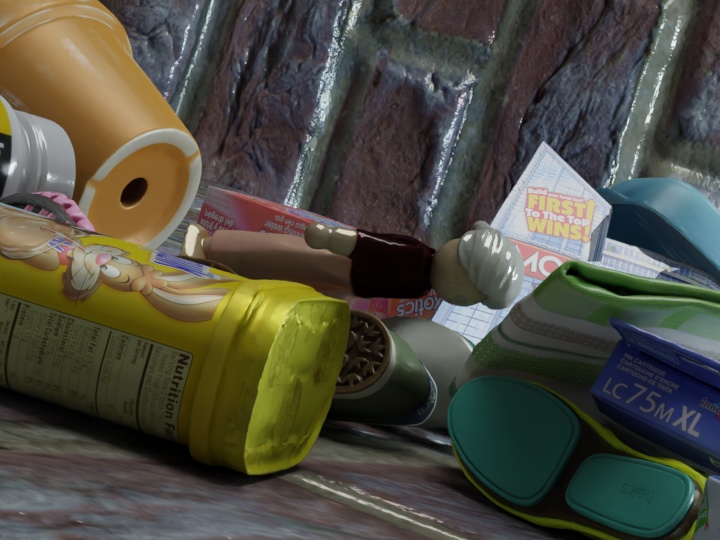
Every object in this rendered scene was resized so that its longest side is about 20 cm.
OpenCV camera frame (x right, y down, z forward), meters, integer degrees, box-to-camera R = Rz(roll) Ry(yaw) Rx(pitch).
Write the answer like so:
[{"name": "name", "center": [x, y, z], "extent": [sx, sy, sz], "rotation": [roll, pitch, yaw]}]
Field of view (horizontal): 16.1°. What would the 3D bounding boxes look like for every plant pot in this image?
[{"name": "plant pot", "center": [-0.226, -0.100, 1.954], "extent": [0.183, 0.200, 0.200], "rotation": [38, 14, 31]}]

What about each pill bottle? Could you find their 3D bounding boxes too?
[{"name": "pill bottle", "center": [-0.292, -0.074, 1.657], "extent": [0.200, 0.114, 0.114], "rotation": [14, 5, -42]}]

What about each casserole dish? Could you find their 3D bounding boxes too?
[{"name": "casserole dish", "center": [0.236, 0.001, 1.717], "extent": [0.200, 0.039, 0.121], "rotation": [45, -14, -15]}]

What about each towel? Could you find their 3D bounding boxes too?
[{"name": "towel", "center": [0.141, 0.051, 1.349], "extent": [0.149, 0.031, 0.200], "rotation": [10, -21, -11]}]

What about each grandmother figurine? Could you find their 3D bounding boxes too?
[{"name": "grandmother figurine", "center": [0.000, 0.000, 1.525], "extent": [0.200, 0.061, 0.121], "rotation": [1, -4, 15]}]

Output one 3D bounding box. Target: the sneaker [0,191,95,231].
[{"name": "sneaker", "center": [-0.186, 0.003, 1.416], "extent": [0.095, 0.079, 0.200], "rotation": [-1, 13, -40]}]

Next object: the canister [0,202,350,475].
[{"name": "canister", "center": [-0.121, 0.025, 1.204], "extent": [0.200, 0.087, 0.149], "rotation": [17, 3, 13]}]

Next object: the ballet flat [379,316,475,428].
[{"name": "ballet flat", "center": [-0.003, 0.058, 1.539], "extent": [0.069, 0.069, 0.200], "rotation": [15, 0, -35]}]

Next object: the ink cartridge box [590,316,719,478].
[{"name": "ink cartridge box", "center": [0.187, 0.098, 1.315], "extent": [0.119, 0.042, 0.200], "rotation": [26, -18, 25]}]

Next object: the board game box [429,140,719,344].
[{"name": "board game box", "center": [0.139, 0.023, 1.637], "extent": [0.200, 0.200, 0.062], "rotation": [17, -33, -1]}]

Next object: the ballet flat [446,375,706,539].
[{"name": "ballet flat", "center": [0.119, 0.112, 1.302], "extent": [0.067, 0.067, 0.200], "rotation": [41, -10, -36]}]

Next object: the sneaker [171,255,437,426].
[{"name": "sneaker", "center": [-0.042, 0.049, 1.465], "extent": [0.200, 0.067, 0.090], "rotation": [14, -15, 38]}]

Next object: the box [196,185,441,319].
[{"name": "box", "center": [-0.023, 0.016, 1.727], "extent": [0.103, 0.095, 0.200], "rotation": [15, 4, -43]}]

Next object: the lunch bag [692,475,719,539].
[{"name": "lunch bag", "center": [0.255, 0.152, 1.175], "extent": [0.200, 0.076, 0.160], "rotation": [15, 2, -20]}]
